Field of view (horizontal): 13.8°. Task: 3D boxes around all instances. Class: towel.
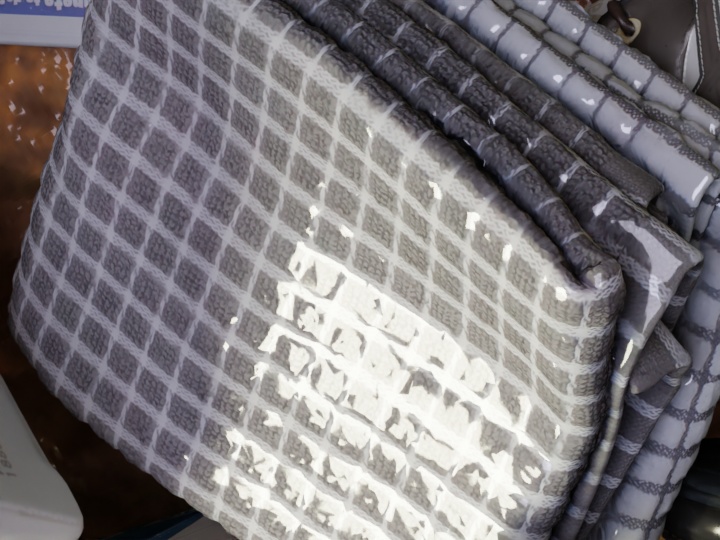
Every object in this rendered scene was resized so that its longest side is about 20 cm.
[{"bbox_3d":[0.000,0.000,0.790,0.200,0.086,0.166,39,127,26],"label":"towel"}]

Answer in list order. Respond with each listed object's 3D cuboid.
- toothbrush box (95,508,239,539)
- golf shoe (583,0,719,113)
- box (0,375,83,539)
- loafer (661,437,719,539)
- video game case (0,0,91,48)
[{"bbox_3d":[-0.115,0.171,0.895,0.200,0.085,0.147,-19,90,23],"label":"toothbrush box"},{"bbox_3d":[0.105,-0.069,0.782,0.094,0.078,0.200,26,105,15],"label":"golf shoe"},{"bbox_3d":[-0.223,0.040,0.788,0.171,0.200,0.199,-47,54,21],"label":"box"},{"bbox_3d":[0.168,0.100,0.787,0.200,0.073,0.072,20,109,18],"label":"loafer"},{"bbox_3d":[-0.082,-0.165,0.869,0.143,0.018,0.200,4,99,19],"label":"video game case"}]
